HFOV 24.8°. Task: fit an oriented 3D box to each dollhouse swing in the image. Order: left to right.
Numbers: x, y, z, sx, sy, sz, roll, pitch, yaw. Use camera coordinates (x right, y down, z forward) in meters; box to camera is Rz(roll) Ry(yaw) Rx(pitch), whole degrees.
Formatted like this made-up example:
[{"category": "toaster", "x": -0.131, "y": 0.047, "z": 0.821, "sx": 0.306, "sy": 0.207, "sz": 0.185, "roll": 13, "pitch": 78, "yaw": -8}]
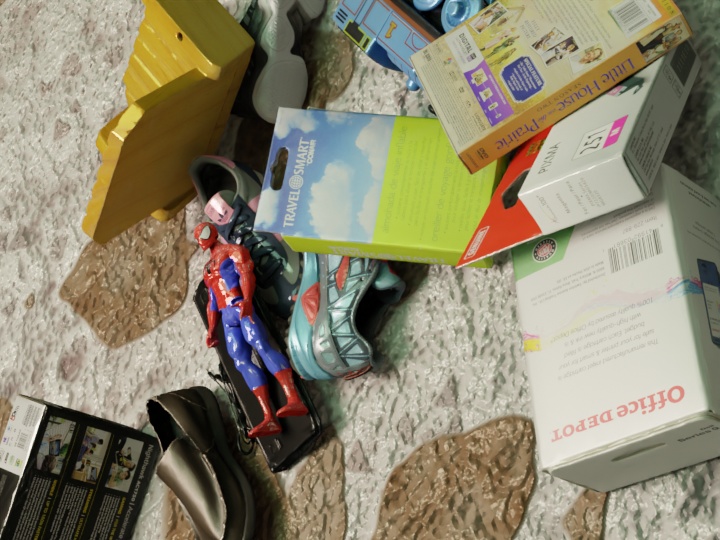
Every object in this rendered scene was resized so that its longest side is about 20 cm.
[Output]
[{"category": "dollhouse swing", "x": -0.221, "y": -0.154, "z": 1.549, "sx": 0.182, "sy": 0.176, "sz": 0.200, "roll": 49, "pitch": 136, "yaw": 24}]

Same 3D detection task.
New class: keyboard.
[{"category": "keyboard", "x": -0.093, "y": 0.085, "z": 1.485, "sx": 0.104, "sy": 0.040, "sz": 0.200, "roll": -44, "pitch": 60, "yaw": 35}]

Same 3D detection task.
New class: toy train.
[{"category": "toy train", "x": 0.064, "y": -0.215, "z": 1.440, "sx": 0.200, "sy": 0.087, "sz": 0.114, "roll": 48, "pitch": 116, "yaw": 41}]

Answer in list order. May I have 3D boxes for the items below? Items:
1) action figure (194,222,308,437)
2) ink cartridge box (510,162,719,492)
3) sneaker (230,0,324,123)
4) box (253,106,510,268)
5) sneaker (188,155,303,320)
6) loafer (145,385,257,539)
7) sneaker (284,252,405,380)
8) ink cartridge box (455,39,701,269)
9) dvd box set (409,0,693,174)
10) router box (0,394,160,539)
[{"category": "action figure", "x": -0.107, "y": 0.045, "z": 1.443, "sx": 0.065, "sy": 0.052, "sz": 0.200, "roll": -41, "pitch": 61, "yaw": 41}, {"category": "ink cartridge box", "x": 0.199, "y": 0.046, "z": 1.201, "sx": 0.145, "sy": 0.087, "sz": 0.200, "roll": -25, "pitch": 55, "yaw": 34}, {"category": "sneaker", "x": -0.104, "y": -0.238, "z": 1.604, "sx": 0.114, "sy": 0.075, "sz": 0.201, "roll": -3, "pitch": 74, "yaw": 39}, {"category": "box", "x": 0.020, "y": -0.071, "z": 1.381, "sx": 0.199, "sy": 0.048, "sz": 0.122, "roll": 6, "pitch": 72, "yaw": 16}, {"category": "sneaker", "x": -0.106, "y": -0.032, "z": 1.518, "sx": 0.070, "sy": 0.082, "sz": 0.200, "roll": -48, "pitch": 48, "yaw": 16}, {"category": "loafer", "x": -0.152, "y": 0.187, "z": 1.469, "sx": 0.073, "sy": 0.071, "sz": 0.200, "roll": -61, "pitch": 38, "yaw": 31}, {"category": "sneaker", "x": 0.000, "y": 0.000, "z": 1.429, "sx": 0.095, "sy": 0.079, "sz": 0.201, "roll": 1, "pitch": 78, "yaw": 25}, {"category": "ink cartridge box", "x": 0.160, "y": -0.097, "z": 1.254, "sx": 0.173, "sy": 0.044, "sz": 0.200, "roll": -20, "pitch": 25, "yaw": 35}, {"category": "dvd box set", "x": 0.145, "y": -0.176, "z": 1.285, "sx": 0.200, "sy": 0.029, "sz": 0.146, "roll": -33, "pitch": 41, "yaw": 9}, {"category": "router box", "x": -0.283, "y": 0.231, "z": 1.527, "sx": 0.051, "sy": 0.149, "sz": 0.200, "roll": 13, "pitch": 82, "yaw": 44}]
